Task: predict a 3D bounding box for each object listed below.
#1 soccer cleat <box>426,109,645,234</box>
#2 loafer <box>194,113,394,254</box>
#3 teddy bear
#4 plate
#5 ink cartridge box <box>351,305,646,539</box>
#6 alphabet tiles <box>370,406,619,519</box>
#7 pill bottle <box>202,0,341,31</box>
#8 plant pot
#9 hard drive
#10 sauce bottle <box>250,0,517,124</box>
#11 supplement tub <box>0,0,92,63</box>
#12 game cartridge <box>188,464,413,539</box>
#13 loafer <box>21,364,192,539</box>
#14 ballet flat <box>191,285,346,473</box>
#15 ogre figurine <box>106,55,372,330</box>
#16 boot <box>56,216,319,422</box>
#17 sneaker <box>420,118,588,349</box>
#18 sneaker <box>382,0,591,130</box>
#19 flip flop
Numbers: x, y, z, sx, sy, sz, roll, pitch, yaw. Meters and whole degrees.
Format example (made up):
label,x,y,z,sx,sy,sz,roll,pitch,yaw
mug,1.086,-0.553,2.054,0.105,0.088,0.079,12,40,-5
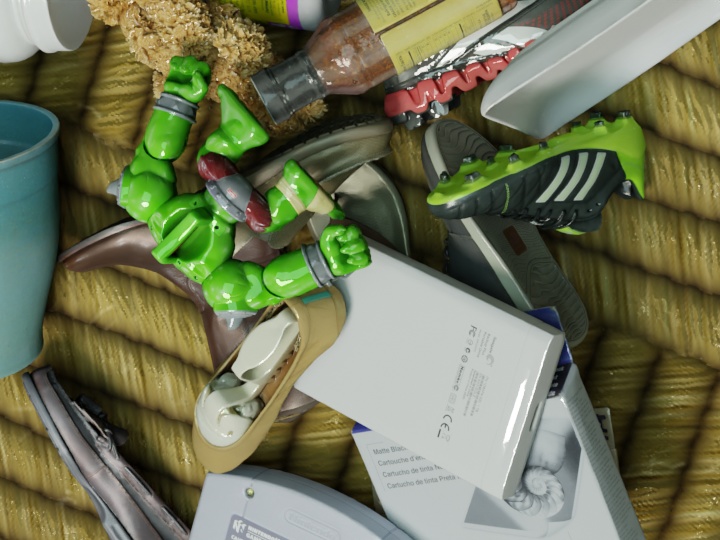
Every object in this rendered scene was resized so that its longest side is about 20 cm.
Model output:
label,x,y,z,sx,sy,sz,roll,pitch,yaw
soccer cleat,0.137,-0.059,1.487,0.067,0.200,0.081,6,111,55
loafer,-0.058,-0.057,1.536,0.200,0.076,0.068,-25,100,14
teddy bear,-0.119,-0.159,1.520,0.145,0.200,0.067,-4,53,33
plate,0.183,-0.168,1.447,0.199,0.200,0.032,-33,80,14
ink cartridge box,0.093,0.140,1.526,0.199,0.041,0.200,-15,103,36
alphabet tiles,0.106,0.168,1.600,0.200,0.006,0.167,-7,96,13
pill bottle,-0.114,-0.247,1.544,0.200,0.104,0.104,10,99,11
plant pot,-0.324,-0.016,1.580,0.200,0.200,0.188,0,111,12
hard drive,0.047,0.067,1.498,0.200,0.027,0.132,26,110,30
sauce bottle,0.015,-0.173,1.466,0.200,0.066,0.066,-27,91,1
supplement tub,-0.318,-0.235,1.566,0.200,0.145,0.146,3,98,11
game cartridge,-0.042,0.235,1.593,0.200,0.041,0.133,23,113,19
loafer,-0.202,0.157,1.639,0.063,0.072,0.200,-30,96,-6
ballet flat,-0.087,0.082,1.540,0.069,0.063,0.200,48,120,23
ogre figurine,-0.098,-0.049,1.458,0.120,0.098,0.200,-42,101,3
boot,-0.130,0.045,1.609,0.186,0.064,0.200,-17,98,15
sneaker,0.081,-0.010,1.539,0.106,0.075,0.200,-34,81,43
sneaker,0.096,-0.186,1.524,0.200,0.071,0.098,-24,94,15
flip flop,0.000,0.000,1.574,0.081,0.058,0.200,-10,93,12
